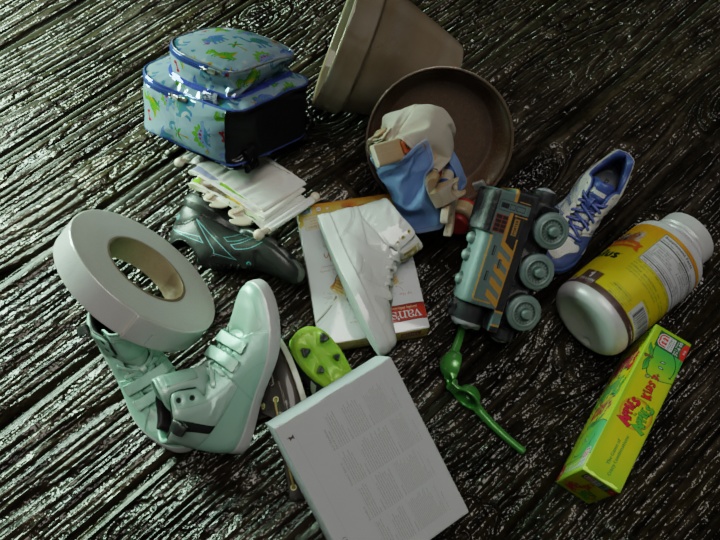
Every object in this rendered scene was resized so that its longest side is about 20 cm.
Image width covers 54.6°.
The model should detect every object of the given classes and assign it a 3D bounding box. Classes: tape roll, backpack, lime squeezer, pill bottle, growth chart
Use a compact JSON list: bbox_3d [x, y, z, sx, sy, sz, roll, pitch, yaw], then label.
[{"bbox_3d":[-0.262,0.010,0.823,0.037,0.203,0.203,-46,72,14],"label":"tape roll"},{"bbox_3d":[-0.188,-0.244,0.943,0.199,0.148,0.183,20,36,22],"label":"backpack"},{"bbox_3d":[0.138,0.140,0.873,0.070,0.038,0.201,0,60,-37],"label":"lime squeezer"},{"bbox_3d":[0.355,0.011,0.893,0.200,0.109,0.109,-35,72,-17],"label":"pill bottle"},{"bbox_3d":[-0.155,-0.119,0.932,0.200,0.018,0.144,39,48,25],"label":"growth chart"}]

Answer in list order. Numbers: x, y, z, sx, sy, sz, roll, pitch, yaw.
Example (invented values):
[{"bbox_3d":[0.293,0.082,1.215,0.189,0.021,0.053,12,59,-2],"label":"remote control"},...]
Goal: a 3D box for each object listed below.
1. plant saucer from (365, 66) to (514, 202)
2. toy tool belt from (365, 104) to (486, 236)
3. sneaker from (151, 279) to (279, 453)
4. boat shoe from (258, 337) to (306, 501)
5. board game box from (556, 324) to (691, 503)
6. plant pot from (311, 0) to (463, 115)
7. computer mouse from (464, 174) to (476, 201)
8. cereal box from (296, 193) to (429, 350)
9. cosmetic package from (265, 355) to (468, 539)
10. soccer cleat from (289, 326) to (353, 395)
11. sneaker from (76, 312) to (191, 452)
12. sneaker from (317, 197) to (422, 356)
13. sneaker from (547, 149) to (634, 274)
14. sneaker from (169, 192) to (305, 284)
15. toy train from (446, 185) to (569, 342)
[{"bbox_3d":[0.106,-0.178,0.948,0.199,0.202,0.037,4,26,-1],"label":"plant saucer"},{"bbox_3d":[0.081,-0.103,0.891,0.124,0.200,0.123,-13,32,37],"label":"toy tool belt"},{"bbox_3d":[-0.162,0.103,0.772,0.118,0.074,0.202,13,88,-39],"label":"sneaker"},{"bbox_3d":[-0.090,0.167,0.822,0.060,0.072,0.202,-19,71,-15],"label":"boat shoe"},{"bbox_3d":[0.310,0.170,0.823,0.047,0.102,0.200,31,68,12],"label":"board game box"},{"bbox_3d":[0.045,-0.298,0.988,0.173,0.200,0.201,18,65,-12],"label":"plant pot"},{"bbox_3d":[0.190,-0.073,0.964,0.058,0.034,0.201,-15,67,-8],"label":"computer mouse"},{"bbox_3d":[0.000,0.000,0.919,0.143,0.040,0.201,-9,66,-8],"label":"cereal box"},{"bbox_3d":[0.009,0.219,0.770,0.150,0.052,0.201,-28,94,-21],"label":"cosmetic package"},{"bbox_3d":[-0.021,0.156,0.837,0.067,0.081,0.201,-30,92,-18],"label":"soccer cleat"},{"bbox_3d":[-0.257,0.121,0.809,0.074,0.118,0.201,-35,72,-17],"label":"sneaker"},{"bbox_3d":[0.032,-0.002,0.860,0.115,0.074,0.201,-19,68,-9],"label":"sneaker"},{"bbox_3d":[0.301,-0.087,0.947,0.075,0.088,0.200,33,70,10],"label":"sneaker"},{"bbox_3d":[-0.163,-0.024,0.915,0.199,0.075,0.080,29,80,18],"label":"sneaker"},{"bbox_3d":[0.179,-0.012,0.869,0.113,0.085,0.201,15,98,-11],"label":"toy train"}]
